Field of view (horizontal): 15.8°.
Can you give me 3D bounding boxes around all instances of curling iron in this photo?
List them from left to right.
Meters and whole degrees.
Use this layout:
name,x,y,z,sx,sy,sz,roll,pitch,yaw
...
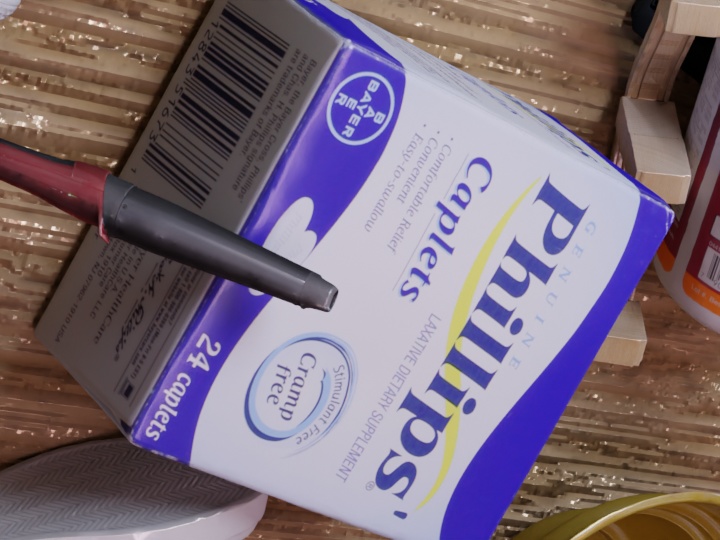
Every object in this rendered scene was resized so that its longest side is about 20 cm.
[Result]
name,x,y,z,sx,sy,sz,roll,pitch,yaw
curling iron,-0.103,-0.023,0.982,0.200,0.050,0.026,23,112,3

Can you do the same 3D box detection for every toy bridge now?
name,x,y,z,sx,sy,sz,roll,pitch,yaw
toy bridge,0.130,-0.056,1.158,0.027,0.067,0.200,6,125,-5

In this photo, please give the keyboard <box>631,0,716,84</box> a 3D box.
name,x,y,z,sx,sy,sz,roll,pitch,yaw
keyboard,0.220,-0.108,1.210,0.200,0.040,0.104,29,97,-39

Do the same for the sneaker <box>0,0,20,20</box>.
name,x,y,z,sx,sy,sz,roll,pitch,yaw
sneaker,-0.136,-0.152,0.955,0.200,0.076,0.105,-26,113,-28

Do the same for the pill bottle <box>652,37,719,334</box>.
name,x,y,z,sx,sy,sz,roll,pitch,yaw
pill bottle,0.204,-0.070,1.147,0.109,0.110,0.200,-10,133,-28

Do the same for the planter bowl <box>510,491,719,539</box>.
name,x,y,z,sx,sy,sz,roll,pitch,yaw
planter bowl,0.111,0.178,1.257,0.200,0.083,0.201,-15,121,-26

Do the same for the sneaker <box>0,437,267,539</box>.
name,x,y,z,sx,sy,sz,roll,pitch,yaw
sneaker,-0.133,0.145,1.102,0.200,0.074,0.116,-13,122,-15

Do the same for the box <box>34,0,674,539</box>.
name,x,y,z,sx,sy,sz,roll,pitch,yaw
box,0.000,0.000,1.086,0.200,0.105,0.184,23,101,-38
